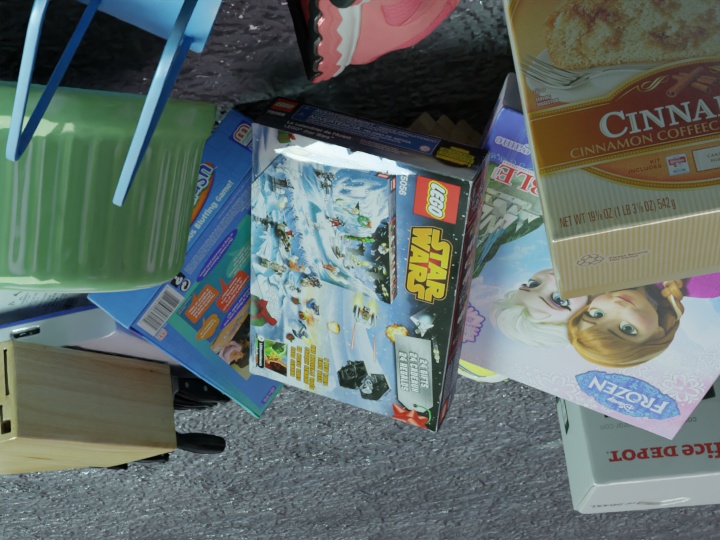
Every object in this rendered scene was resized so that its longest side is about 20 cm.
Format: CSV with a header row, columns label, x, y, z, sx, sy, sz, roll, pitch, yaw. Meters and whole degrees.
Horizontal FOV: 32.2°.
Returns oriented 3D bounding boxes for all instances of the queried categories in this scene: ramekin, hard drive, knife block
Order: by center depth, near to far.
label,x,y,z,sx,sy,sz,roll,pitch,yaw
ramekin,-0.179,-0.050,0.654,0.200,0.098,0.200,6,-173,-1
knife block,-0.165,0.097,0.869,0.175,0.064,0.200,-4,163,-15
hard drive,-0.192,0.066,0.911,0.132,0.025,0.200,-12,164,14

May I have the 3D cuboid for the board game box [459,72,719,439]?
label,x,y,z,sx,sy,sz,roll,pitch,yaw
board game box,0.147,-0.001,0.778,0.200,0.041,0.200,21,132,0

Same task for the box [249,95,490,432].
label,x,y,z,sx,sy,sz,roll,pitch,yaw
box,0.000,0.000,0.779,0.137,0.040,0.200,17,130,15

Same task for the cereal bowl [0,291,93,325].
label,x,y,z,sx,sy,sz,roll,pitch,yaw
cereal bowl,-0.220,-0.014,0.845,0.200,0.083,0.200,-5,154,-2

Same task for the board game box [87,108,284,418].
label,x,y,z,sx,sy,sz,roll,pitch,yaw
board game box,-0.078,0.003,0.854,0.045,0.152,0.200,32,171,30

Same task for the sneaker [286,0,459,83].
label,x,y,z,sx,sy,sz,roll,pitch,yaw
sneaker,0.017,-0.158,0.615,0.087,0.074,0.200,-14,173,-13

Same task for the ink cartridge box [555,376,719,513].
label,x,y,z,sx,sy,sz,roll,pitch,yaw
ink cartridge box,0.236,0.087,1.024,0.146,0.200,0.084,-5,154,-4

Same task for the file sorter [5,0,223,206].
label,x,y,z,sx,sy,sz,roll,pitch,yaw
file sorter,-0.155,-0.133,0.497,0.200,0.123,0.139,23,147,-9

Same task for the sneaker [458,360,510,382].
label,x,y,z,sx,sy,sz,roll,pitch,yaw
sneaker,0.059,0.039,0.959,0.076,0.075,0.200,16,174,-31

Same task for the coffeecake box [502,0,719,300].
label,x,y,z,sx,sy,sz,roll,pitch,yaw
coffeecake box,0.154,-0.101,0.615,0.153,0.200,0.073,-11,154,8

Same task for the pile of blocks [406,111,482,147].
label,x,y,z,sx,sy,sz,roll,pitch,yaw
pile of blocks,0.041,-0.033,0.863,0.082,0.062,0.200,26,133,13
